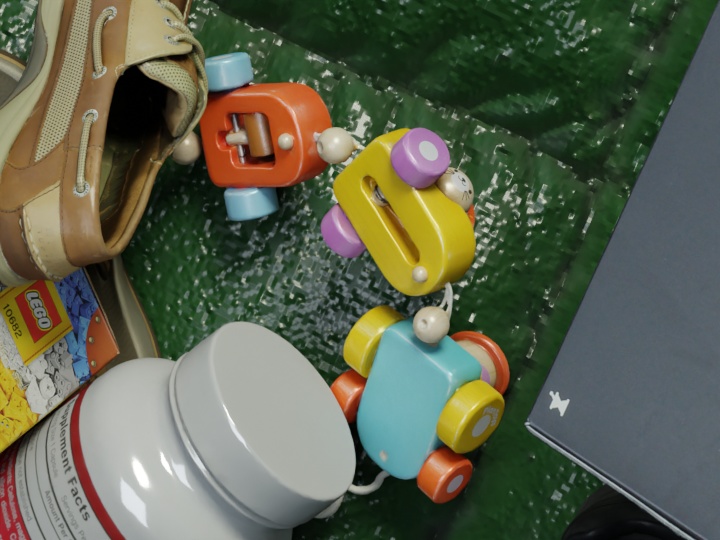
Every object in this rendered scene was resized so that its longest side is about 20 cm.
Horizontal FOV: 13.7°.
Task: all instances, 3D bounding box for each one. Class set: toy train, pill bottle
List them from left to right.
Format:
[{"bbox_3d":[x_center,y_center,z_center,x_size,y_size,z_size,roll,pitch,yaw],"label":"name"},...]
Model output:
[{"bbox_3d":[-0.102,0.109,1.251,0.200,0.112,0.113,-36,80,26],"label":"pill bottle"},{"bbox_3d":[0.000,0.000,1.255,0.150,0.055,0.201,-6,101,46],"label":"toy train"}]

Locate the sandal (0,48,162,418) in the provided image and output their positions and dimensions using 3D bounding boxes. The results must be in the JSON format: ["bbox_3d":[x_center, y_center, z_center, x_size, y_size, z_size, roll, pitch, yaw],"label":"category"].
[{"bbox_3d":[-0.147,-0.011,1.305,0.080,0.054,0.201,-26,84,21],"label":"sandal"}]

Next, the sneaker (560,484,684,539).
[{"bbox_3d":[0.168,0.136,1.175,0.199,0.091,0.077,11,95,19],"label":"sneaker"}]

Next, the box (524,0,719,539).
[{"bbox_3d":[0.184,0.000,1.100,0.104,0.182,0.201,32,105,37],"label":"box"}]

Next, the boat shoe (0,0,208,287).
[{"bbox_3d":[-0.097,-0.074,1.229,0.073,0.076,0.201,1,53,26],"label":"boat shoe"}]

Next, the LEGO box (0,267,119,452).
[{"bbox_3d":[-0.228,0.049,1.258,0.199,0.149,0.078,-12,108,36],"label":"LEGO box"}]
